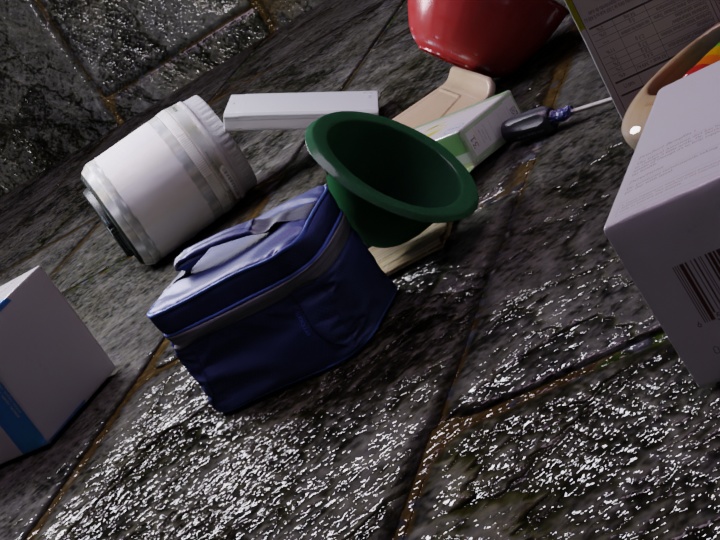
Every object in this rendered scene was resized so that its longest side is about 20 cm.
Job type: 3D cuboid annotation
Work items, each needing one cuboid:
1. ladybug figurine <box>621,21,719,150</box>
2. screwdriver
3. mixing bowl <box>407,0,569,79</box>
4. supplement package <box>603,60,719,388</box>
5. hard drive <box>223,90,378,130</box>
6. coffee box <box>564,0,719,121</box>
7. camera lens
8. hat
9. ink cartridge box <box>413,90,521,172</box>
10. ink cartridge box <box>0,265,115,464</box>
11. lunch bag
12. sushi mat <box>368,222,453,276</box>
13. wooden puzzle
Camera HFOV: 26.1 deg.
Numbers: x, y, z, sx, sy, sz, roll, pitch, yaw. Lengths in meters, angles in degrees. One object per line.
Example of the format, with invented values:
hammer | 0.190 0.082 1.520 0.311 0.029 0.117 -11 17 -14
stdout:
ladybug figurine | 0.285 -0.140 1.184 0.200 0.072 0.136 -41 16 -21
screwdriver | 0.213 -0.158 1.474 0.199 0.029 0.028 -20 20 44
mixing bowl | 0.132 -0.289 1.798 0.200 0.199 0.109 -135 66 -75
supplement package | 0.235 -0.045 0.911 0.116 0.118 0.200 -25 18 32
hard drive | -0.075 -0.210 2.041 0.198 0.026 0.132 -2 18 1
coffee box | 0.282 -0.268 1.332 0.199 0.199 0.200 -24 17 20
camera lens | -0.258 -0.118 2.069 0.199 0.160 0.160 -36 15 -8
hat | 0.002 -0.032 1.421 0.200 0.165 0.177 -30 -29 -57
ink cartridge box | 0.059 -0.103 1.564 0.145 0.048 0.200 -17 16 46
ink cartridge box | -0.403 0.118 1.677 0.199 0.145 0.147 -24 19 34
lunch bag | -0.087 0.020 1.349 0.199 0.133 0.136 -25 17 26
sushi mat | 0.000 0.000 1.459 0.199 0.012 0.096 -29 15 19
wooden puzzle | 0.059 -0.152 1.771 0.200 0.037 0.185 -39 16 -1
